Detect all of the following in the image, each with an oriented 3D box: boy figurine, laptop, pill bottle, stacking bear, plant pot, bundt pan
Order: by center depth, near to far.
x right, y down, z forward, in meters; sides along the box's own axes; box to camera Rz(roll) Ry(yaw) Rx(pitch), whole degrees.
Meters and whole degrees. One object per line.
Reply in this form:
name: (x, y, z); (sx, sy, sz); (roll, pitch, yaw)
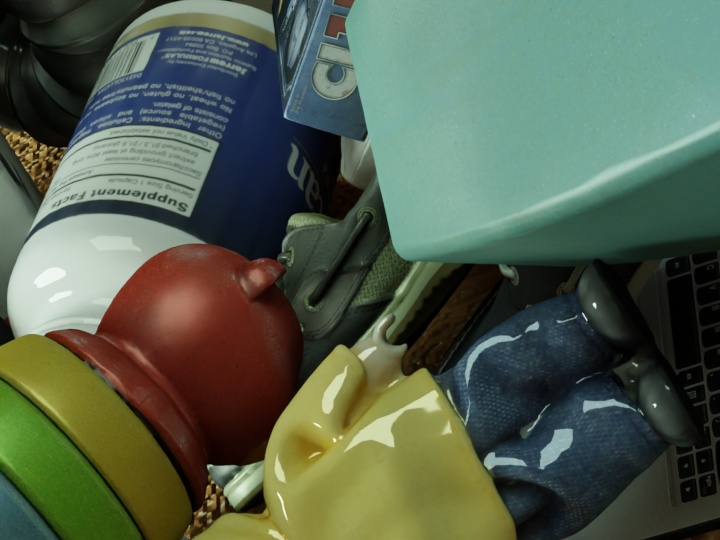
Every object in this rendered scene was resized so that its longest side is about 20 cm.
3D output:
plant pot: (0.097, -0.076, 0.859); (0.200, 0.141, 0.142); (-29, 67, 44)
boy figurine: (0.019, 0.083, 0.899); (0.199, 0.125, 0.064); (-34, -6, 8)
stacking bear: (-0.100, 0.071, 0.944); (0.200, 0.114, 0.122); (-42, -5, -20)
laptop: (0.136, -0.020, 0.963); (0.199, 0.116, 0.188); (-17, 39, 16)
pill bottle: (-0.078, -0.006, 1.094); (0.110, 0.111, 0.201); (-7, 43, 27)
bundt pan: (-0.160, -0.132, 1.216); (0.201, 0.202, 0.076); (12, 55, 41)

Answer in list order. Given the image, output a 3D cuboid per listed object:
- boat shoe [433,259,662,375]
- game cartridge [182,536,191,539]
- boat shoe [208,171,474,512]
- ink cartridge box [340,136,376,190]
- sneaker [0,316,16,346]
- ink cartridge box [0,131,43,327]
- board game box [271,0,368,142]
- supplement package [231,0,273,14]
boat shoe: (0.076, -0.018, 0.989); (0.200, 0.062, 0.073); (-52, 24, 18)
game cartridge: (-0.072, 0.166, 0.959); (0.133, 0.042, 0.199); (-49, 41, -16)
boat shoe: (0.000, 0.000, 1.025); (0.201, 0.066, 0.072); (-51, -5, 6)
ink cartridge box: (0.062, -0.141, 1.072); (0.085, 0.201, 0.147); (14, 36, -10)
sneaker: (-0.218, 0.086, 1.082); (0.200, 0.112, 0.073); (-43, 38, -16)
ink cartridge box: (-0.199, -0.050, 1.150); (0.083, 0.201, 0.147); (-32, 38, -2)
board game box: (0.014, -0.166, 1.028); (0.034, 0.201, 0.136); (16, 21, -11)
supplement package: (-0.090, -0.212, 1.303); (0.199, 0.148, 0.192); (11, 53, 40)
